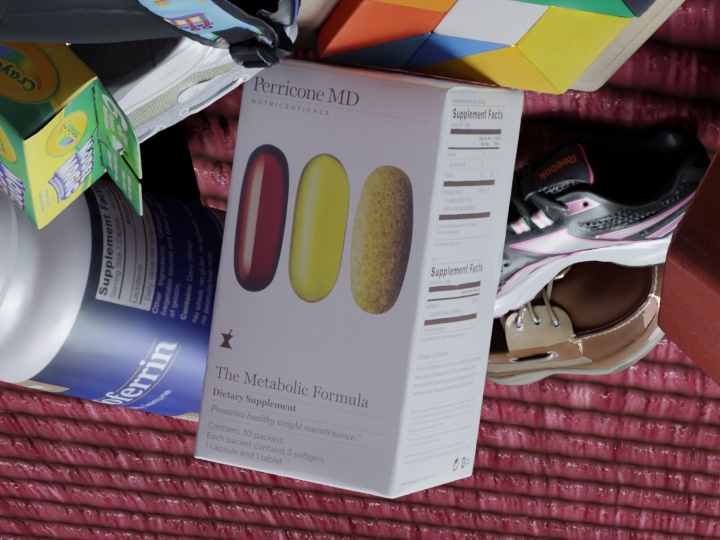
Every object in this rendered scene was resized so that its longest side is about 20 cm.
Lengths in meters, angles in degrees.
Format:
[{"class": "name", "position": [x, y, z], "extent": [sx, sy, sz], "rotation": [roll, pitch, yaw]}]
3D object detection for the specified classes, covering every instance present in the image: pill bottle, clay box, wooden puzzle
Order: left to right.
[{"class": "clay box", "position": [-0.175, -0.099, 1.279], "extent": [0.048, 0.200, 0.115], "rotation": [-41, 168, -14]}, {"class": "pill bottle", "position": [-0.142, 0.009, 1.543], "extent": [0.200, 0.116, 0.116], "rotation": [14, 157, -35]}, {"class": "wooden puzzle", "position": [0.062, -0.129, 1.391], "extent": [0.185, 0.037, 0.200], "rotation": [7, 161, -19]}]

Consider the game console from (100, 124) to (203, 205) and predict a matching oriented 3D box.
[{"class": "game console", "position": [-0.194, -0.016, 1.658], "extent": [0.200, 0.116, 0.176], "rotation": [-22, 134, -11]}]

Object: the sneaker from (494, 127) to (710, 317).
[{"class": "sneaker", "position": [0.099, -0.038, 1.600], "extent": [0.200, 0.080, 0.086], "rotation": [-19, 152, -9]}]

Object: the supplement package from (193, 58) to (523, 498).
[{"class": "supplement package", "position": [0.000, 0.000, 1.458], "extent": [0.114, 0.200, 0.110], "rotation": [9, -174, 22]}]

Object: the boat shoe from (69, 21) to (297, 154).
[{"class": "boat shoe", "position": [-0.109, -0.094, 1.445], "extent": [0.065, 0.075, 0.202], "rotation": [15, 154, -30]}]

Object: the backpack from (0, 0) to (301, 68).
[{"class": "backpack", "position": [-0.113, -0.168, 1.126], "extent": [0.182, 0.135, 0.200], "rotation": [0, 162, 4]}]

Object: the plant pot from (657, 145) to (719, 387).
[{"class": "plant pot", "position": [0.258, -0.009, 1.487], "extent": [0.176, 0.200, 0.200], "rotation": [26, 165, 11]}]

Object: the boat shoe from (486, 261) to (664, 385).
[{"class": "boat shoe", "position": [0.116, 0.027, 1.800], "extent": [0.072, 0.076, 0.200], "rotation": [16, 155, -33]}]
